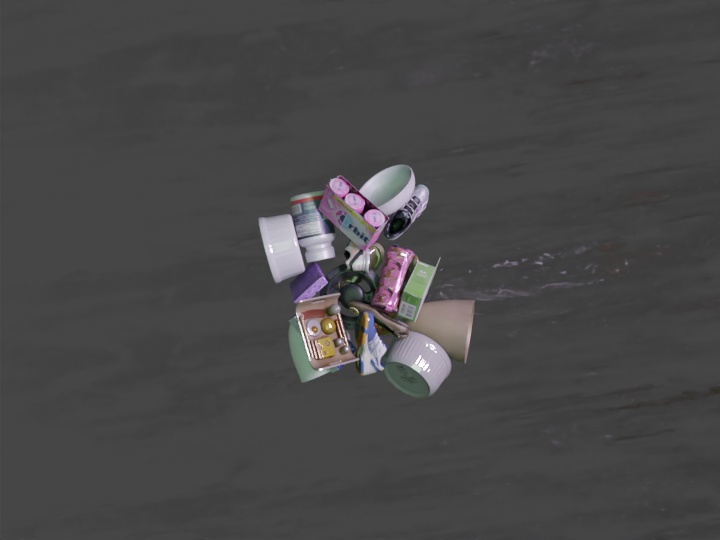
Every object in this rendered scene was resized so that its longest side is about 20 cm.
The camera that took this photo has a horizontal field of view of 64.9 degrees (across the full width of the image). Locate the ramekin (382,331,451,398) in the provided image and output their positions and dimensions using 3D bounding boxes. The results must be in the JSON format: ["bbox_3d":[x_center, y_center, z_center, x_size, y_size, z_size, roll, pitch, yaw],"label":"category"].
[{"bbox_3d":[0.159,0.286,1.681,0.200,0.200,0.105,39,56,0],"label":"ramekin"}]

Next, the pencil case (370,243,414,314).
[{"bbox_3d":[0.093,0.028,1.646,0.082,0.087,0.202,15,72,14],"label":"pencil case"}]

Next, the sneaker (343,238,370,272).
[{"bbox_3d":[-0.011,-0.079,1.695,0.079,0.201,0.074,-1,136,1],"label":"sneaker"}]

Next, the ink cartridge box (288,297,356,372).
[{"bbox_3d":[-0.108,0.188,1.642,0.200,0.044,0.094,51,51,-7],"label":"ink cartridge box"}]

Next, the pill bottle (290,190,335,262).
[{"bbox_3d":[-0.138,-0.132,1.718,0.118,0.120,0.202,-11,93,2],"label":"pill bottle"}]

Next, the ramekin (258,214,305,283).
[{"bbox_3d":[-0.232,-0.070,1.689,0.097,0.200,0.203,-14,92,-5],"label":"ramekin"}]

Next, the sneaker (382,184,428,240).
[{"bbox_3d":[0.142,-0.172,1.698,0.077,0.140,0.201,35,94,-2],"label":"sneaker"}]

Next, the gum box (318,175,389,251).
[{"bbox_3d":[-0.026,-0.166,1.617,0.200,0.114,0.066,42,56,7],"label":"gum box"}]

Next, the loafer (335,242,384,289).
[{"bbox_3d":[0.000,0.000,1.746,0.076,0.068,0.200,39,93,-1],"label":"loafer"}]

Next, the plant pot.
[{"bbox_3d":[0.231,0.167,1.707,0.198,0.187,0.189,9,93,14],"label":"plant pot"}]

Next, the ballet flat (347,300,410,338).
[{"bbox_3d":[0.050,0.145,1.639,0.199,0.067,0.047,26,75,0],"label":"ballet flat"}]

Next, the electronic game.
[{"bbox_3d":[-0.025,0.078,1.699,0.198,0.042,0.202,0,92,6],"label":"electronic game"}]

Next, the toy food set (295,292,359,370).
[{"bbox_3d":[-0.090,0.171,1.594,0.142,0.060,0.202,-9,76,-36],"label":"toy food set"}]

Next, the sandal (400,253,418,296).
[{"bbox_3d":[0.113,0.030,1.749,0.080,0.054,0.201,37,103,7],"label":"sandal"}]

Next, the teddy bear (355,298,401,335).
[{"bbox_3d":[0.051,0.146,1.728,0.200,0.067,0.145,-38,90,19],"label":"teddy bear"}]

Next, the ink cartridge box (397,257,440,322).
[{"bbox_3d":[0.173,0.045,1.675,0.059,0.201,0.104,21,133,10],"label":"ink cartridge box"}]

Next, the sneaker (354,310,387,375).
[{"bbox_3d":[0.033,0.205,1.632,0.087,0.075,0.202,-5,115,-16],"label":"sneaker"}]

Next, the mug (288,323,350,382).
[{"bbox_3d":[-0.122,0.222,1.735,0.199,0.147,0.177,-20,84,-28],"label":"mug"}]

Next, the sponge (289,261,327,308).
[{"bbox_3d":[-0.159,0.038,1.689,0.111,0.200,0.030,-43,108,1],"label":"sponge"}]

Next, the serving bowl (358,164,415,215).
[{"bbox_3d":[0.081,-0.224,1.688,0.199,0.200,0.066,-36,122,3],"label":"serving bowl"}]
